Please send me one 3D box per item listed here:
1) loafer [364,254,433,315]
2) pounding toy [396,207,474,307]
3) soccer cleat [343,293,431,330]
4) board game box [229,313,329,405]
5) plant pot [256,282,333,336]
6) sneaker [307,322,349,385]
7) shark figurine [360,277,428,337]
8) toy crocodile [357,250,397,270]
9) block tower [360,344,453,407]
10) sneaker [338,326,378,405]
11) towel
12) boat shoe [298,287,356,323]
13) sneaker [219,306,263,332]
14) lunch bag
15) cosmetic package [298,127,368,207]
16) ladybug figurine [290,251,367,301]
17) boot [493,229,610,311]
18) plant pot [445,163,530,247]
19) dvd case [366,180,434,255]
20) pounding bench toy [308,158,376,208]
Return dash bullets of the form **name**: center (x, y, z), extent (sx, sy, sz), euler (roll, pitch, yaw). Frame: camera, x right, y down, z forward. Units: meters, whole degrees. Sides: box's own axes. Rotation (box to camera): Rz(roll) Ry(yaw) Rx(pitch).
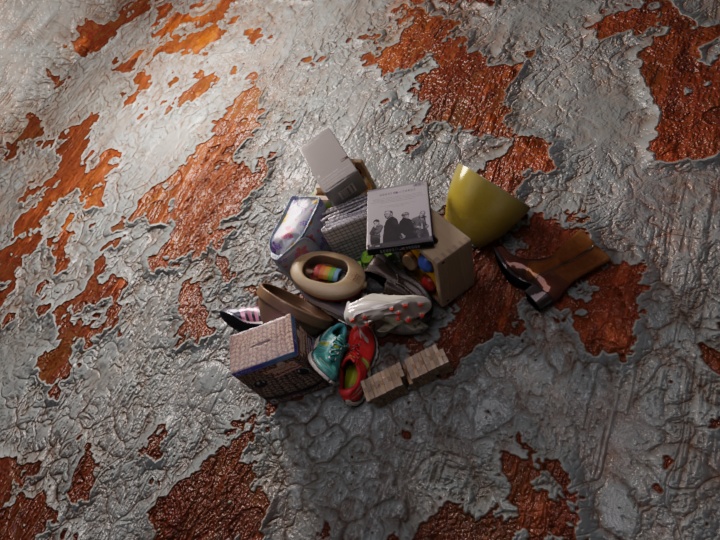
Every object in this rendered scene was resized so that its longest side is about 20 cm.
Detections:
- **loafer**: center (0.085, 0.045, 1.392), extent (0.071, 0.073, 0.200), euler (-39, 65, -23)
- **pounding toy**: center (0.148, -0.025, 1.400), extent (0.141, 0.185, 0.200), euler (-33, 50, -15)
- **soccer cleat**: center (0.059, 0.078, 1.332), extent (0.197, 0.070, 0.078), euler (-11, 43, 4)
- **board game box**: center (-0.183, 0.210, 1.371), extent (0.158, 0.200, 0.098), euler (-20, 52, 12)
- **plant pot**: center (-0.173, 0.116, 1.445), extent (0.200, 0.200, 0.094), euler (28, 93, 35)
- **sneaker**: center (-0.067, 0.180, 1.339), extent (0.080, 0.077, 0.201), euler (-43, 17, 17)
- **shark figurine**: center (0.042, 0.110, 1.417), extent (0.127, 0.090, 0.214), euler (-25, 52, -37)
- **toy crocodile**: center (0.000, 0.000, 1.510), extent (0.198, 0.068, 0.062), euler (-22, 59, 13)
- **block tower**: center (0.102, 0.235, 1.317), extent (0.198, 0.058, 0.054), euler (-26, 52, 5)
- **sneaker**: center (-0.009, 0.206, 1.366), extent (0.076, 0.085, 0.202), euler (-5, 58, 20)
- **towel**: center (0.009, -0.109, 1.514), extent (0.198, 0.166, 0.086), euler (-21, 49, 9)
- **boat shoe**: center (-0.073, 0.083, 1.484), extent (0.198, 0.070, 0.071), euler (25, 55, 27)
- **sneaker**: center (-0.278, 0.122, 1.569), extent (0.198, 0.071, 0.082), euler (12, 48, 27)
- **lunch bag**: center (-0.140, -0.065, 1.550), extent (0.126, 0.170, 0.202), euler (9, 61, 34)
- **cosmetic package**: center (-0.072, -0.266, 1.545), extent (0.106, 0.090, 0.201), euler (-35, 54, 3)
- **ladybug figurine**: center (-0.075, 0.021, 1.443), extent (0.198, 0.072, 0.136), euler (16, 52, 21)
- **boot**: center (0.422, -0.033, 1.335), extent (0.199, 0.069, 0.189), euler (-37, 51, -2)
- **plant pot**: center (0.280, -0.141, 1.414), extent (0.200, 0.199, 0.143), euler (41, 106, 38)
- **dvd case**: center (0.088, -0.122, 1.359), extent (0.148, 0.025, 0.202), euler (-8, 47, 10)
- **pounding bench toy**: center (-0.078, -0.221, 1.652), extent (0.198, 0.125, 0.158), euler (4, 61, 27)
